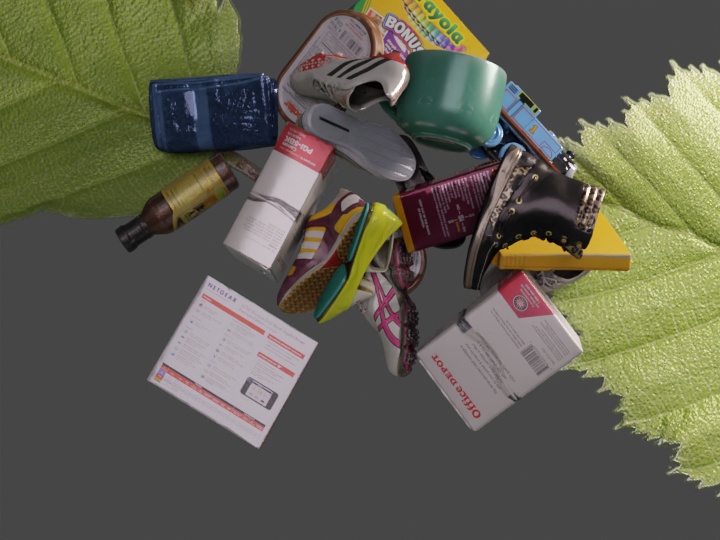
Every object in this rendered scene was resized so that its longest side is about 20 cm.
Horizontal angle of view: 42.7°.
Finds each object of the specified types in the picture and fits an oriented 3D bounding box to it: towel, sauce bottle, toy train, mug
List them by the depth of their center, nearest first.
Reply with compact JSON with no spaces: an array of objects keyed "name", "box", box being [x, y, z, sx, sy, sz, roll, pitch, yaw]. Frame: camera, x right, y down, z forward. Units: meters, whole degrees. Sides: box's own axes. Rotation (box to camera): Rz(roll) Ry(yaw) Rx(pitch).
[{"name":"mug","box":[0.119,-0.238,1.339,0.150,0.184,0.117,13,87,-29]},{"name":"towel","box":[-0.223,-0.237,1.395,0.196,0.049,0.114,-1,98,10]},{"name":"sauce bottle","box":[-0.279,-0.099,1.395,0.198,0.065,0.065,-34,86,-4]},{"name":"toy train","box":[0.249,-0.186,1.415,0.114,0.087,0.200,-42,86,-12]}]

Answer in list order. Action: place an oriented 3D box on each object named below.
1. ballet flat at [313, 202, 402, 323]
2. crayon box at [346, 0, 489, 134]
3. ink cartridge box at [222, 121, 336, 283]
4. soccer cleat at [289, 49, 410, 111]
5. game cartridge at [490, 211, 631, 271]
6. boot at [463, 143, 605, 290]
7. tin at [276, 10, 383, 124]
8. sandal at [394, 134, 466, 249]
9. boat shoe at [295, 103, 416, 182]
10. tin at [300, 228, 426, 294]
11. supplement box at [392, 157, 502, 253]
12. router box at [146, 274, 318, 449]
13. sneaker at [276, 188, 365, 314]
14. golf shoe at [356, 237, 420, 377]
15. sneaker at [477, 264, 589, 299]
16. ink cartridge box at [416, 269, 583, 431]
[{"name":"ballet flat","box":[0.000,0.000,1.302,0.066,0.067,0.202,22,112,-12]},{"name":"crayon box","box":[0.071,-0.349,1.438,0.172,0.058,0.201,-42,87,-6]},{"name":"ink cartridge box","box":[-0.115,-0.096,1.358,0.082,0.147,0.203,27,82,3]},{"name":"soccer cleat","box":[-0.023,-0.262,1.303,0.197,0.069,0.086,2,56,29]},{"name":"game cartridge","box":[0.279,-0.045,1.360,0.196,0.177,0.033,-1,114,0]},{"name":"boot","box":[0.229,-0.050,1.235,0.148,0.073,0.203,20,94,4]},{"name":"tin","box":[-0.050,-0.302,1.395,0.112,0.042,0.201,45,108,12]},{"name":"sandal","box":[0.095,-0.120,1.419,0.074,0.045,0.202,-31,85,-5]},{"name":"boat shoe","box":[-0.006,-0.193,1.376,0.198,0.062,0.073,26,80,-26]},{"name":"tin","box":[0.005,-0.023,1.410,0.196,0.042,0.114,9,79,-1]},{"name":"supplement box","box":[0.152,-0.099,1.327,0.196,0.110,0.087,-17,97,8]},{"name":"router box","box":[-0.188,0.137,1.377,0.198,0.049,0.181,31,83,2]},{"name":"sneaker","box":[-0.060,-0.027,1.362,0.200,0.075,0.090,-47,49,8]},{"name":"golf shoe","box":[0.037,0.057,1.357,0.090,0.072,0.204,-8,81,18]},{"name":"sneaker","box":[0.268,0.001,1.393,0.197,0.082,0.076,-24,85,-5]},{"name":"ink cartridge box","box":[0.201,0.112,1.345,0.199,0.084,0.146,-39,90,13]}]
